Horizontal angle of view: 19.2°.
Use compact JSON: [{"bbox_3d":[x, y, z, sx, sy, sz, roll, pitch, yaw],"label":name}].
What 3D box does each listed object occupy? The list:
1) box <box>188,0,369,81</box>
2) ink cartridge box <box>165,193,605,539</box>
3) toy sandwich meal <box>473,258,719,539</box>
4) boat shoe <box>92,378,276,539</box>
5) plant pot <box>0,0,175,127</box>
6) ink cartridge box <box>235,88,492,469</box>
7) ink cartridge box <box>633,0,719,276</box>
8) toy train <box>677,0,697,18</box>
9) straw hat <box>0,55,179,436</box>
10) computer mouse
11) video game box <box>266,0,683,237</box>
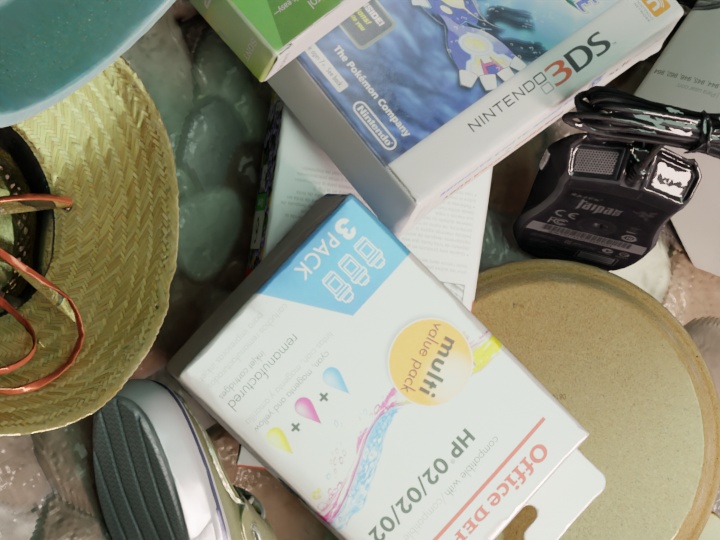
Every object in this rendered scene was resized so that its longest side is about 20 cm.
[{"bbox_3d":[-0.055,-0.203,0.972,0.144,0.036,0.200,-39,83,-23],"label":"box"},{"bbox_3d":[0.021,0.074,0.985,0.200,0.068,0.115,44,83,-9],"label":"ink cartridge box"},{"bbox_3d":[0.100,0.094,1.107,0.204,0.070,0.207,0,84,-4],"label":"toy sandwich meal"},{"bbox_3d":[-0.072,0.134,1.018,0.062,0.072,0.201,-33,120,-36],"label":"boat shoe"},{"bbox_3d":[-0.160,-0.195,0.845,0.196,0.200,0.200,40,69,10],"label":"plant pot"},{"bbox_3d":[0.000,0.000,1.041,0.108,0.050,0.201,9,89,-12],"label":"ink cartridge box"},{"bbox_3d":[0.242,-0.104,1.150,0.200,0.084,0.146,-54,139,-17],"label":"ink cartridge box"},{"bbox_3d":[0.230,-0.218,1.189,0.056,0.042,0.201,39,73,-37],"label":"toy train"},{"bbox_3d":[-0.179,-0.020,0.924,0.200,0.085,0.202,9,72,-29],"label":"straw hat"},{"bbox_3d":[0.156,-0.047,1.057,0.140,0.200,0.046,11,70,-2],"label":"computer mouse"},{"bbox_3d":[0.026,-0.145,1.017,0.182,0.047,0.200,-36,82,-26],"label":"video game box"}]
